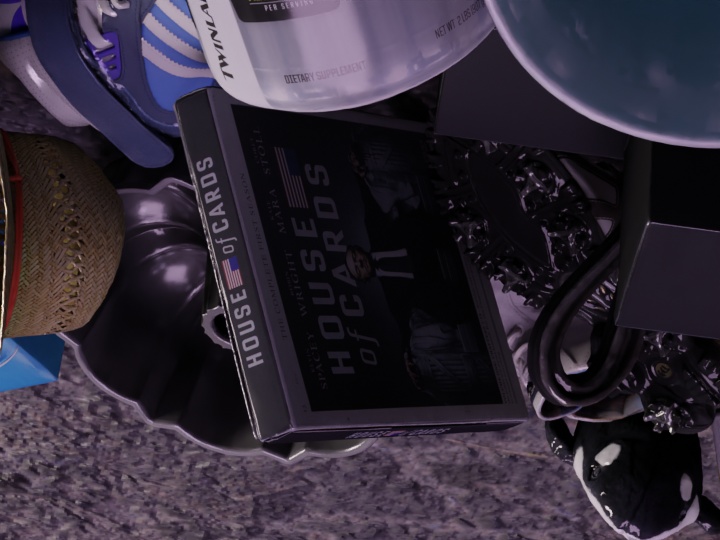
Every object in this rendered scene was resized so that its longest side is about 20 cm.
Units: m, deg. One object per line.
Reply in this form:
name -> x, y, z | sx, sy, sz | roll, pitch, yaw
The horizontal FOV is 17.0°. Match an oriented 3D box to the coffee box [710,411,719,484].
coffee box -> 0.321, 0.159, 1.232 | 0.197, 0.201, 0.199 | -20, 157, 34

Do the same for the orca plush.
orca plush -> 0.165, 0.079, 1.256 | 0.105, 0.200, 0.071 | 36, 108, 17

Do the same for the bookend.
bookend -> 0.113, -0.061, 0.981 | 0.197, 0.201, 0.092 | 7, 147, -1

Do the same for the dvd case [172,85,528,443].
dvd case -> 0.000, 0.000, 1.070 | 0.025, 0.151, 0.200 | -22, 167, 29

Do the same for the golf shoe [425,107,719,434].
golf shoe -> 0.113, -0.018, 1.133 | 0.200, 0.095, 0.078 | 49, 136, -8

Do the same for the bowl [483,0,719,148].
bowl -> 0.137, -0.156, 0.891 | 0.199, 0.105, 0.202 | -2, 130, -2

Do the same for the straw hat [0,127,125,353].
straw hat -> -0.154, -0.016, 1.100 | 0.084, 0.202, 0.201 | -2, 153, -26

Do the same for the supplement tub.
supplement tub -> -0.025, -0.170, 0.876 | 0.122, 0.123, 0.201 | -7, 122, 21

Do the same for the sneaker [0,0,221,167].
sneaker -> -0.106, -0.123, 1.037 | 0.145, 0.081, 0.200 | -1, 152, 5

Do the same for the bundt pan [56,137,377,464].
bundt pan -> -0.053, 0.003, 1.202 | 0.200, 0.076, 0.203 | 10, 137, 10

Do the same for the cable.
cable -> 0.142, -0.029, 1.060 | 0.097, 0.200, 0.050 | 55, 158, -19

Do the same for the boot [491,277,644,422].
boot -> 0.086, 0.029, 1.218 | 0.199, 0.096, 0.074 | -10, 143, 25

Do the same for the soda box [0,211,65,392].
soda box -> -0.230, -0.015, 1.239 | 0.064, 0.068, 0.200 | -13, 142, 27
